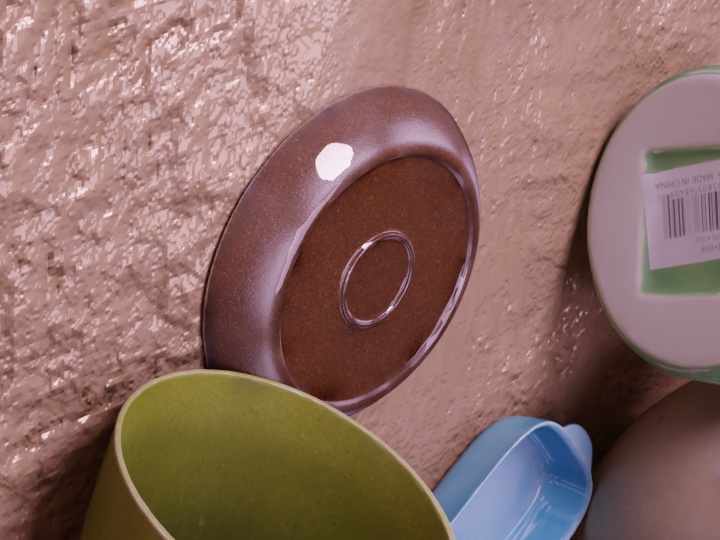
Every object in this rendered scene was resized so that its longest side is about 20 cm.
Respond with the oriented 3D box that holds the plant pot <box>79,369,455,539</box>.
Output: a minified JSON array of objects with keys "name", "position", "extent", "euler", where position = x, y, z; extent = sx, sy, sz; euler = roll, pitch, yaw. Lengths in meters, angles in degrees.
[{"name":"plant pot","position":[-0.076,0.187,1.279],"extent":[0.187,0.187,0.200],"euler":[-5,133,-47]}]

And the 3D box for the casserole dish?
[{"name":"casserole dish","position":[0.066,0.170,1.529],"extent":[0.200,0.039,0.121],"euler":[-52,142,-13]}]

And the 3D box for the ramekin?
[{"name":"ramekin","position":[0.224,-0.025,1.460],"extent":[0.097,0.200,0.201],"euler":[5,110,-42]}]

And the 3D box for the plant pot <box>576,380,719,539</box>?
[{"name":"plant pot","position":[0.216,0.163,1.593],"extent":[0.200,0.134,0.201],"euler":[27,57,-50]}]

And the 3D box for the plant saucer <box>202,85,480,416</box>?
[{"name":"plant saucer","position":[0.000,0.000,1.348],"extent":[0.200,0.032,0.201],"euler":[-28,132,-37]}]
